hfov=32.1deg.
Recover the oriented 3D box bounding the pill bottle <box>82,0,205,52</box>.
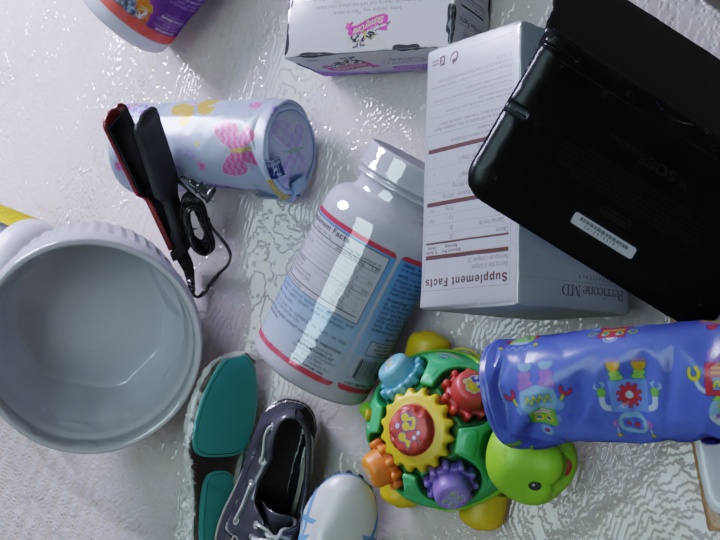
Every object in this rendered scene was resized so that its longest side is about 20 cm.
[{"bbox_3d":[-0.168,-0.314,1.168,0.200,0.111,0.112,-47,64,18],"label":"pill bottle"}]

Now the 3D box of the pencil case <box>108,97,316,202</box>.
[{"bbox_3d":[-0.136,-0.111,1.144,0.197,0.083,0.092,5,130,30],"label":"pencil case"}]

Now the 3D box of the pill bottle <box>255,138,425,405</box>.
[{"bbox_3d":[0.000,0.000,1.033,0.108,0.108,0.202,33,101,29],"label":"pill bottle"}]

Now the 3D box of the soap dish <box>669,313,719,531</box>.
[{"bbox_3d":[0.321,0.084,0.846,0.198,0.081,0.160,-14,78,29],"label":"soap dish"}]

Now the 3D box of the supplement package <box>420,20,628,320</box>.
[{"bbox_3d":[0.125,-0.068,0.941,0.117,0.115,0.204,-7,80,55],"label":"supplement package"}]

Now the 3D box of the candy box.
[{"bbox_3d":[0.028,-0.275,1.070,0.166,0.071,0.204,3,85,31],"label":"candy box"}]

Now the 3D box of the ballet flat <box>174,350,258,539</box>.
[{"bbox_3d":[-0.139,0.170,1.125,0.071,0.071,0.204,6,87,31],"label":"ballet flat"}]

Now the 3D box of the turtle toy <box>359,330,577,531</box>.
[{"bbox_3d":[0.080,0.129,0.974,0.197,0.101,0.148,10,90,31],"label":"turtle toy"}]

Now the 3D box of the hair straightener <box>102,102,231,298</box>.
[{"bbox_3d":[-0.163,-0.056,1.116,0.076,0.041,0.202,7,129,30],"label":"hair straightener"}]

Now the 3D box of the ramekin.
[{"bbox_3d":[-0.244,0.051,1.128,0.202,0.198,0.105,-59,20,11],"label":"ramekin"}]

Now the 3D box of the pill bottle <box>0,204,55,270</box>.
[{"bbox_3d":[-0.359,-0.006,1.248,0.198,0.111,0.113,19,94,30],"label":"pill bottle"}]

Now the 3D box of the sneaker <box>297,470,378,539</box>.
[{"bbox_3d":[-0.033,0.264,1.036,0.071,0.073,0.203,18,101,-8],"label":"sneaker"}]

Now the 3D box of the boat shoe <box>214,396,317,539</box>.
[{"bbox_3d":[-0.082,0.209,1.071,0.072,0.063,0.203,15,89,-6],"label":"boat shoe"}]

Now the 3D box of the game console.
[{"bbox_3d":[0.191,-0.088,0.872,0.198,0.116,0.177,30,98,-6],"label":"game console"}]

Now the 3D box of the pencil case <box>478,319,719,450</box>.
[{"bbox_3d":[0.179,0.080,0.841,0.197,0.078,0.088,-7,99,30],"label":"pencil case"}]
